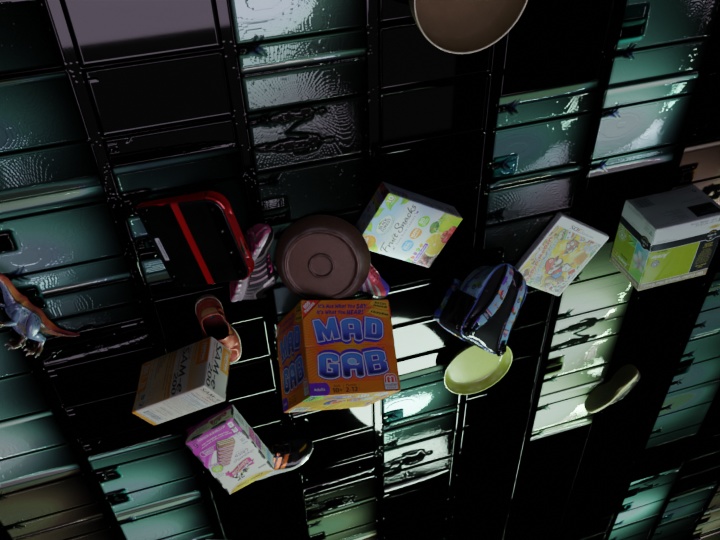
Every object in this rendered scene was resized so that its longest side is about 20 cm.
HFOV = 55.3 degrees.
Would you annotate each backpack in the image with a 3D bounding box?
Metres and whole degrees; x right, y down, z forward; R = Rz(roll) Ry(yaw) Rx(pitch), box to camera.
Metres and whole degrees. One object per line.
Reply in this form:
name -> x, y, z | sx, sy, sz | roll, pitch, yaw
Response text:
backpack -> 0.293, 0.075, 1.627 | 0.183, 0.135, 0.200 | 31, 86, -40

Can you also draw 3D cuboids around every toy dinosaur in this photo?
toy dinosaur -> -0.655, 0.070, 1.312 | 0.200, 0.105, 0.182 | -29, 132, -52

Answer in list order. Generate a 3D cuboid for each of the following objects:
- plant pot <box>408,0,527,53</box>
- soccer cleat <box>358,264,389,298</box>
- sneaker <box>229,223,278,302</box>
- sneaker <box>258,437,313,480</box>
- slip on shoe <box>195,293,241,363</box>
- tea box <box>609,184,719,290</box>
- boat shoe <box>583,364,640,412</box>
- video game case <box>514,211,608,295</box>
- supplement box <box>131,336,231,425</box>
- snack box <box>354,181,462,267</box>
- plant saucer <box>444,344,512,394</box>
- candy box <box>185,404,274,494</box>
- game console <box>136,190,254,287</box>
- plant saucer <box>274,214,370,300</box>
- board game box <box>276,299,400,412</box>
plant pot -> 0.157, -0.474, 1.118 | 0.200, 0.135, 0.200 | -11, 130, -13
soccer cleat -> 0.000, 0.000, 1.496 | 0.200, 0.068, 0.073 | 29, 117, -33
sneaker -> -0.204, -0.014, 1.402 | 0.087, 0.074, 0.200 | 5, 128, -29
sneaker -> -0.224, 0.485, 1.807 | 0.200, 0.070, 0.090 | -22, 136, -1
slip on shoe -> -0.307, 0.139, 1.493 | 0.074, 0.061, 0.200 | -19, 134, -8
tea box -> 0.750, -0.079, 1.686 | 0.200, 0.134, 0.197 | -12, 130, -12
boat shoe -> 0.782, 0.374, 2.119 | 0.066, 0.072, 0.201 | 35, 105, -34
video game case -> 0.488, -0.035, 1.693 | 0.182, 0.023, 0.200 | 18, 120, -32
supplement box -> -0.380, 0.236, 1.465 | 0.200, 0.126, 0.074 | -22, 135, 21
snack box -> 0.098, -0.094, 1.466 | 0.200, 0.053, 0.142 | 15, 120, -31
plant saucer -> 0.313, 0.256, 1.860 | 0.200, 0.031, 0.200 | -11, 130, -14
candy box -> -0.322, 0.446, 1.709 | 0.136, 0.061, 0.200 | -30, 117, 4
game console -> -0.309, -0.056, 1.308 | 0.177, 0.031, 0.200 | -6, 127, 15
plant saucer -> -0.079, -0.015, 1.420 | 0.200, 0.034, 0.200 | 1, 112, 1
board game box -> -0.054, 0.187, 1.490 | 0.200, 0.200, 0.200 | 1, 160, -22
